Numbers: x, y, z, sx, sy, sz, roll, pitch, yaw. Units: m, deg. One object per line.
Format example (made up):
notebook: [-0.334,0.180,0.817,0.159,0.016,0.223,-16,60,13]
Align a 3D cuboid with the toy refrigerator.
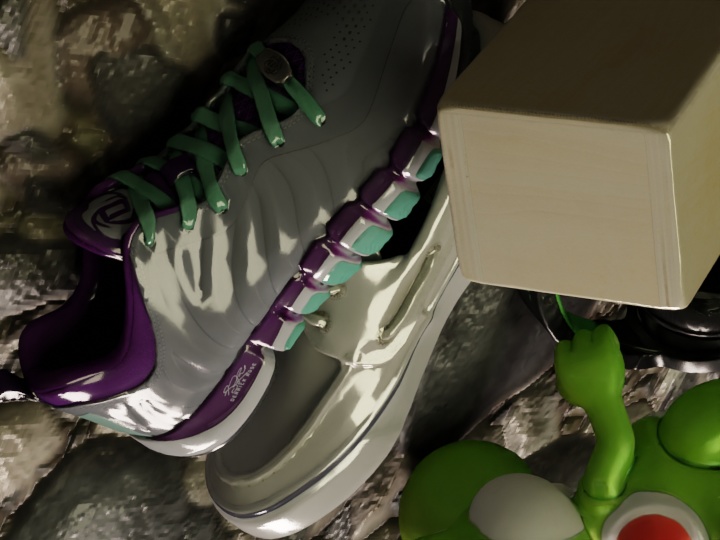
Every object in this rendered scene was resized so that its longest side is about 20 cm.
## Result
toy refrigerator: [0.104,-0.069,0.738,0.200,0.075,0.070,-50,139,-47]

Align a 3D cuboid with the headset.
headset: [0.159,-0.011,0.906,0.199,0.094,0.124,-3,125,-30]

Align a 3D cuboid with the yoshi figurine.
yoshi figurine: [0.096,0.085,0.906,0.199,0.113,0.112,-21,171,-4]

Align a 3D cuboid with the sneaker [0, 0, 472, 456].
sneaker: [-0.041,-0.026,0.715,0.087,0.074,0.201,14,112,-44]

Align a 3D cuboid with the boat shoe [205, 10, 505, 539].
boat shoe: [0.000,0.000,0.779,0.200,0.072,0.066,-53,138,5]
